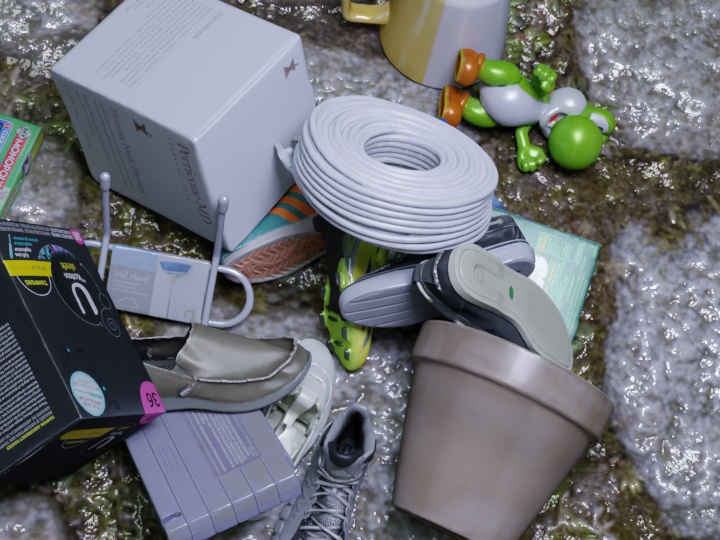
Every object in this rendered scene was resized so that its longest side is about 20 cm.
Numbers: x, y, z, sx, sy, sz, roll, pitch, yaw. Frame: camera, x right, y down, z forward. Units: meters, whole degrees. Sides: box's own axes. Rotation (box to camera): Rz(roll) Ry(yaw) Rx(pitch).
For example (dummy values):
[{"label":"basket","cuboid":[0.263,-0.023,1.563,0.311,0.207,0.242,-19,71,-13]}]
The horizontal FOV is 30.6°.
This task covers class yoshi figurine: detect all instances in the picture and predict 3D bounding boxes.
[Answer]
[{"label":"yoshi figurine","cuboid":[0.191,-0.169,1.459,0.199,0.112,0.113,15,81,-10]}]

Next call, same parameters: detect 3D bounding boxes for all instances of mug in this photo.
[{"label":"mug","cuboid":[0.090,-0.301,1.479,0.186,0.153,0.150,-25,70,-19]}]

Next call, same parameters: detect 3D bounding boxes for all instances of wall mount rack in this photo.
[{"label":"wall mount rack","cuboid":[-0.200,-0.006,1.292,0.199,0.075,0.175,10,104,-3]}]

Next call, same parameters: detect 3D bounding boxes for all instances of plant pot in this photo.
[{"label":"plant pot","cuboid":[0.114,0.166,1.245,0.199,0.200,0.174,25,79,5]}]

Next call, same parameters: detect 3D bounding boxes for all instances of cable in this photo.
[{"label":"cable","cuboid":[0.034,-0.095,1.261,0.199,0.070,0.200,0,36,-23]}]

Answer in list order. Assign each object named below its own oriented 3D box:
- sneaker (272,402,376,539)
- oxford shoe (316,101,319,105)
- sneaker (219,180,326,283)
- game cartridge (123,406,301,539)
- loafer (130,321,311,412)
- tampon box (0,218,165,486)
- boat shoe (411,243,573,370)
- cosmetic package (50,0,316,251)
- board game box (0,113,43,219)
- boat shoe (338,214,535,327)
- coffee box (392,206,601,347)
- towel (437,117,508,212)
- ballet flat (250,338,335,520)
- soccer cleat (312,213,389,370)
[{"label":"sneaker","cuboid":[-0.033,0.212,1.225,0.075,0.116,0.201,16,62,0]},{"label":"oxford shoe","cuboid":[-0.105,-0.205,1.444,0.200,0.075,0.071,37,64,10]},{"label":"sneaker","cuboid":[-0.069,-0.056,1.385,0.199,0.072,0.080,-26,59,-20]},{"label":"game cartridge","cuboid":[-0.142,0.169,1.214,0.129,0.039,0.200,-19,31,-15]},{"label":"loafer","cuboid":[-0.145,0.089,1.245,0.199,0.070,0.075,-8,32,11]},{"label":"tampon box","cuboid":[-0.297,0.074,1.189,0.126,0.150,0.201,-33,77,16]},{"label":"boat shoe","cuboid":[0.132,0.041,1.251,0.200,0.067,0.072,35,49,-34]},{"label":"cosmetic package","cuboid":[-0.171,-0.162,1.335,0.199,0.168,0.166,27,60,27]},{"label":"board game box","cuboid":[-0.429,-0.083,1.361,0.134,0.029,0.201,19,62,0]},{"label":"boat shoe","cuboid":[0.070,-0.001,1.291,0.199,0.072,0.071,-14,55,-9]},{"label":"coffee box","cuboid":[0.133,0.000,1.341,0.199,0.044,0.124,18,79,2]},{"label":"towel","cuboid":[0.096,-0.059,1.416,0.111,0.049,0.201,-25,72,-14]},{"label":"ballet flat","cuboid":[-0.068,0.149,1.278,0.069,0.070,0.201,24,63,4]},{"label":"soccer cleat","cuboid":[0.000,0.000,1.330,0.083,0.065,0.202,-7,96,-29]}]
